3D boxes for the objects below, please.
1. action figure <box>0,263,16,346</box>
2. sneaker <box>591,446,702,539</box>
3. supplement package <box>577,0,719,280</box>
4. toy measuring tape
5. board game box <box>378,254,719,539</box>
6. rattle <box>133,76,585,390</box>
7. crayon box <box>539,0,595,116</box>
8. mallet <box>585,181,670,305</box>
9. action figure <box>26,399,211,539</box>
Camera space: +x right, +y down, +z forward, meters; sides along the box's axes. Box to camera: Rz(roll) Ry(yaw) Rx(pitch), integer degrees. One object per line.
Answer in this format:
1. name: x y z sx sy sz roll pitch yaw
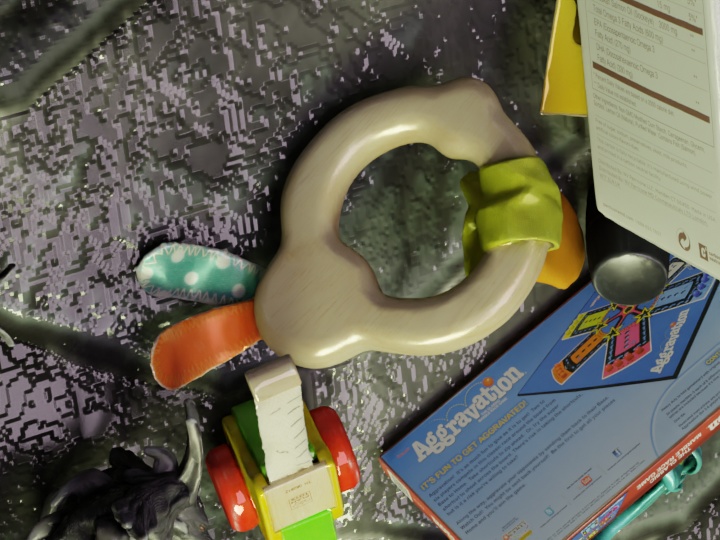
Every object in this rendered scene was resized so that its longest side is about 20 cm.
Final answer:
1. action figure: -0.224 0.015 1.112 0.199 0.102 0.119 1 96 -28
2. sneaker: 0.151 0.079 1.361 0.200 0.080 0.078 -47 124 -7
3. supplement package: 0.175 -0.116 1.216 0.117 0.117 0.201 -18 116 -22
4. toy measuring tape: -0.040 0.072 1.231 0.073 0.074 0.200 -35 153 -14
5. board game box: 0.116 0.064 1.324 0.200 0.103 0.019 -39 147 -11
6. rattle: 0.000 0.000 1.276 0.200 0.143 0.130 -35 90 4
7. crayon box: 0.168 -0.140 1.304 0.199 0.051 0.127 -1 108 -30
8. mallet: 0.206 -0.035 1.313 0.199 0.066 0.041 -14 134 4
9. action figure: -0.122 0.155 1.210 0.200 0.119 0.102 -45 109 4
